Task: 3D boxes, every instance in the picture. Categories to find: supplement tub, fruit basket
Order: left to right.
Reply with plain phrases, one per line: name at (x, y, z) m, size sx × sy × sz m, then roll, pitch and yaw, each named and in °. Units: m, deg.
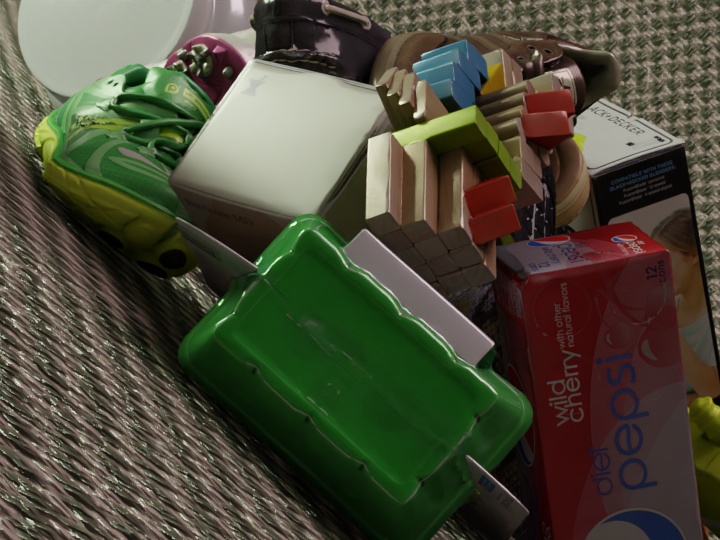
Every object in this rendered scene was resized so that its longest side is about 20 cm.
supplement tub at (-0.108, -0.125, 1.696) m, size 0.144 × 0.144 × 0.200 m, roll 44°, pitch 3°, yaw 31°
fruit basket at (0.002, 0.048, 1.182) m, size 0.185 × 0.094 × 0.200 m, roll 41°, pitch -1°, yaw 8°

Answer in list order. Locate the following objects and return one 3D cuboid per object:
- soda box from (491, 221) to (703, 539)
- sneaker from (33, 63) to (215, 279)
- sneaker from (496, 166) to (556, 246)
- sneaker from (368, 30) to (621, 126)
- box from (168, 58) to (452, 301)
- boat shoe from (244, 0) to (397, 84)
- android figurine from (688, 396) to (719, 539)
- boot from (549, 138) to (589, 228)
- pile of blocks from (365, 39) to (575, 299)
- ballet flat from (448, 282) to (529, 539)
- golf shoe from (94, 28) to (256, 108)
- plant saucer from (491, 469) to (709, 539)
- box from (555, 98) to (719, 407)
soda box at (0.106, 0.085, 1.190) m, size 0.063 × 0.070 × 0.201 m, roll -126°, pitch -154°, yaw -74°
sneaker at (-0.108, -0.059, 1.337) m, size 0.074 × 0.084 × 0.200 m, roll 41°, pitch 4°, yaw -25°
sneaker at (0.056, -0.001, 1.378) m, size 0.080 × 0.074 × 0.200 m, roll 2°, pitch -23°, yaw 3°
sneaker at (0.067, -0.091, 1.348) m, size 0.200 × 0.075 × 0.071 m, roll -30°, pitch 109°, yaw -65°
box at (0.000, 0.000, 1.284) m, size 0.095 × 0.078 × 0.200 m, roll 16°, pitch -29°, yaw 36°
boat shoe at (-0.004, -0.099, 1.374) m, size 0.200 × 0.074 × 0.061 m, roll 6°, pitch 78°, yaw -66°
android figurine at (0.220, 0.132, 1.361) m, size 0.200 × 0.041 × 0.182 m, roll 44°, pitch -11°, yaw -12°
boot at (0.064, -0.022, 1.517) m, size 0.199 × 0.073 × 0.156 m, roll 11°, pitch -35°, yaw 40°
pile of blocks at (0.055, -0.063, 1.196) m, size 0.082 × 0.062 × 0.200 m, roll 65°, pitch 22°, yaw -19°
ballet flat at (0.097, 0.095, 1.257) m, size 0.072 × 0.072 × 0.201 m, roll -118°, pitch -171°, yaw -81°
golf shoe at (-0.081, -0.087, 1.481) m, size 0.200 × 0.091 × 0.076 m, roll -12°, pitch -82°, yaw 57°
plant saucer at (0.106, 0.107, 1.492) m, size 0.200 × 0.038 × 0.200 m, roll 28°, pitch -20°, yaw 11°
box at (0.145, 0.013, 1.536) m, size 0.117 × 0.060 × 0.201 m, roll -139°, pitch -146°, yaw -61°
